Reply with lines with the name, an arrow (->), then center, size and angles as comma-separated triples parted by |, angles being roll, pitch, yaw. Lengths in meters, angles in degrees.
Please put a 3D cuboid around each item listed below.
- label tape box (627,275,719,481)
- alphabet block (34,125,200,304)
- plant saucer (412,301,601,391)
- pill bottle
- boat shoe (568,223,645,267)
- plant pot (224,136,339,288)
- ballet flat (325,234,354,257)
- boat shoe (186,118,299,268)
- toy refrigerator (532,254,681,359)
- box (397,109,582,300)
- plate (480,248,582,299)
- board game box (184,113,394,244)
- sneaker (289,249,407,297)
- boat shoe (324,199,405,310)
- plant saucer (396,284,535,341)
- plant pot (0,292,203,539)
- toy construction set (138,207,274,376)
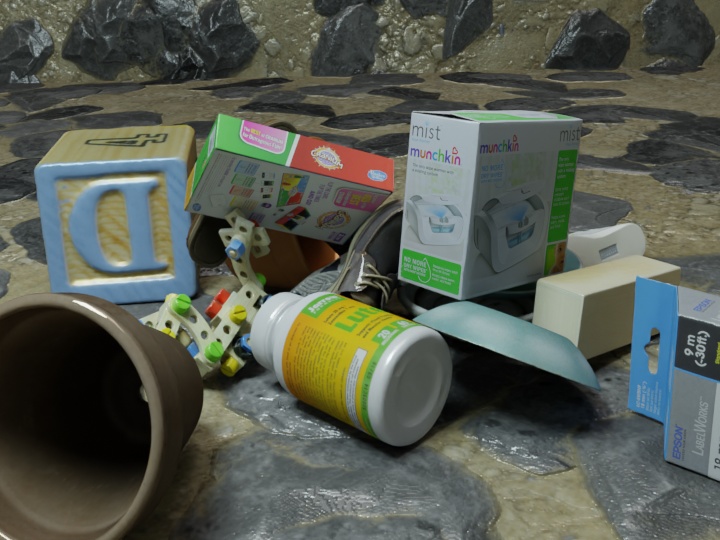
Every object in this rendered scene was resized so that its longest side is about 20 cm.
label tape box -> 0.312, 0.103, 0.769 | 0.197, 0.148, 0.063 | 17, 29, 40
alphabet block -> -0.319, -0.081, 1.220 | 0.191, 0.200, 0.201 | -2, 20, -7
plant saucer -> 0.149, 0.067, 0.886 | 0.197, 0.040, 0.201 | 20, -1, 0
pill bottle -> -0.017, 0.086, 0.878 | 0.198, 0.114, 0.110 | 18, 28, 41
boat shoe -> 0.299, -0.023, 1.212 | 0.197, 0.074, 0.068 | -22, 7, -29
plant pot -> -0.100, -0.062, 1.182 | 0.137, 0.204, 0.200 | -9, 16, 27
ballet flat -> 0.002, -0.037, 1.157 | 0.056, 0.068, 0.199 | -10, -27, 28
boat shoe -> -0.148, -0.102, 1.068 | 0.071, 0.201, 0.068 | 35, 9, -26
toy refrigerator -> 0.276, 0.038, 1.004 | 0.197, 0.078, 0.069 | -12, 22, -40
box -> 0.140, -0.079, 0.957 | 0.096, 0.181, 0.198 | 18, 19, 41
plate -> 0.168, -0.002, 1.074 | 0.195, 0.026, 0.201 | -1, 22, 0
board game box -> -0.081, -0.093, 0.977 | 0.196, 0.041, 0.153 | 12, -25, -21
sneaker -> 0.000, 0.000, 1.086 | 0.198, 0.080, 0.130 | -38, 8, 15
boat shoe -> 0.011, 0.018, 0.975 | 0.073, 0.202, 0.074 | 25, 20, -20
plant saucer -> 0.141, 0.042, 1.068 | 0.195, 0.051, 0.201 | -2, 21, 1
plant pot -> -0.216, 0.114, 0.748 | 0.195, 0.206, 0.174 | 4, 4, 14
toy construction set -> -0.156, 0.037, 0.971 | 0.202, 0.131, 0.092 | -56, 12, -29
